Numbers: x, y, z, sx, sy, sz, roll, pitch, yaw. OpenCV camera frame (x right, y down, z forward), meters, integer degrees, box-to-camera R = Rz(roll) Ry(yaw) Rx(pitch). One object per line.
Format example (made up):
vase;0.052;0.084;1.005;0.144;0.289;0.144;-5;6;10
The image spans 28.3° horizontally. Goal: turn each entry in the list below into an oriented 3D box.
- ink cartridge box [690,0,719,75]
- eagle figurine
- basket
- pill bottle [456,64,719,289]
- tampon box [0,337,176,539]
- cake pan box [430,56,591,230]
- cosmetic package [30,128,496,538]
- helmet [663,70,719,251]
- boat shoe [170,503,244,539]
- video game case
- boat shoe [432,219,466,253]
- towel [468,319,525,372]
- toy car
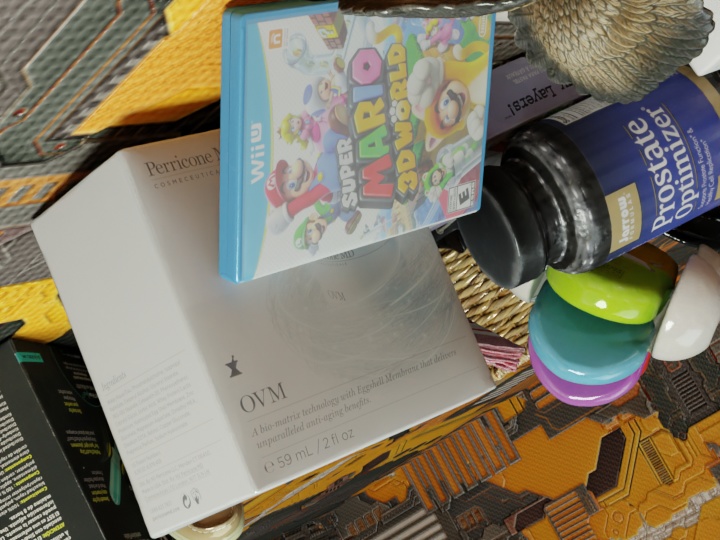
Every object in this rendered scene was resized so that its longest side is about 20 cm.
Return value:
ink cartridge box;0.320;-0.227;0.996;0.199;0.086;0.148;-20;165;-31
eagle figurine;0.107;-0.153;0.698;0.200;0.152;0.151;-45;-179;37
basket;0.151;0.009;1.387;0.200;0.150;0.143;-34;175;27
pill bottle;0.171;-0.066;1.017;0.199;0.112;0.112;-26;168;-18
tampon box;-0.242;0.173;1.071;0.126;0.201;0.150;-30;167;6
cake pan box;0.096;-0.097;1.097;0.199;0.053;0.184;-26;169;-18
cosmetic package;-0.055;0.021;0.852;0.199;0.201;0.123;-18;172;-42
helmet;0.306;-0.100;1.233;0.200;0.200;0.191;-35;-174;26
boat shoe;-0.149;0.118;1.078;0.074;0.200;0.067;-25;150;-22
video game case;0.003;-0.083;0.796;0.199;0.018;0.144;-17;119;-42
boat shoe;0.074;-0.041;1.247;0.199;0.061;0.074;-24;165;-24
towel;0.026;0.040;1.183;0.143;0.023;0.200;10;-172;-27
toy car;0.191;0.032;1.135;0.151;0.174;0.200;-69;167;12
